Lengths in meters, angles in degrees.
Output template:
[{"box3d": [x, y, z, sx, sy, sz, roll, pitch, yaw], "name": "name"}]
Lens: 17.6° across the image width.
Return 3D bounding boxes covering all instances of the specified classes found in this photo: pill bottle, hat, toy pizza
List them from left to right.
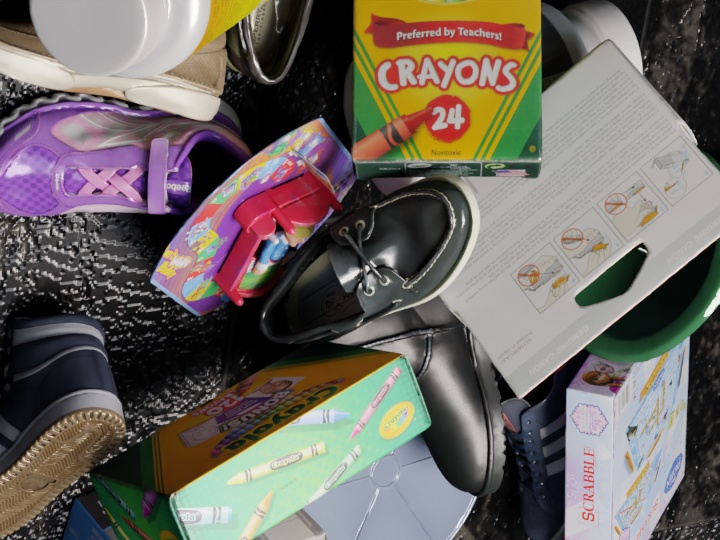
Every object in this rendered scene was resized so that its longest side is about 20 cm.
[{"box3d": [-0.122, -0.185, 1.418, 0.200, 0.109, 0.110, -47, 147, -59], "name": "pill bottle"}, {"box3d": [0.012, 0.150, 1.791, 0.200, 0.032, 0.201, -12, 112, -30], "name": "toy pizza"}, {"box3d": [0.097, -0.128, 1.652, 0.199, 0.111, 0.111, -20, 124, -24], "name": "pill bottle"}, {"box3d": [0.273, -0.007, 1.812, 0.176, 0.166, 0.200, 19, 115, -47], "name": "hat"}]

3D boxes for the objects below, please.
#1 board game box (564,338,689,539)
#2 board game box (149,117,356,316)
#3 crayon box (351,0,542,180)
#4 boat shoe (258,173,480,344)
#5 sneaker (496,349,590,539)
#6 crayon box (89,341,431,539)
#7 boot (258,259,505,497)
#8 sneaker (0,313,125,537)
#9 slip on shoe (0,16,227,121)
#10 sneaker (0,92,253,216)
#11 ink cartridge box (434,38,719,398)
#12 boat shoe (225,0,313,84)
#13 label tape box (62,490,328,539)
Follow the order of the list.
[{"box3d": [0.213, 0.130, 1.847, 0.200, 0.041, 0.200, -48, 142, -52], "name": "board game box"}, {"box3d": [-0.058, -0.021, 1.586, 0.158, 0.039, 0.200, -43, 162, 0], "name": "board game box"}, {"box3d": [0.057, -0.164, 1.548, 0.126, 0.051, 0.201, -1, 78, 2], "name": "crayon box"}, {"box3d": [-0.001, -0.002, 1.555, 0.066, 0.199, 0.075, -15, 80, -44], "name": "boat shoe"}, {"box3d": [0.135, 0.124, 1.842, 0.084, 0.075, 0.201, -5, 107, -33], "name": "sneaker"}, {"box3d": [-0.067, 0.120, 1.563, 0.200, 0.119, 0.058, -30, 109, -28], "name": "crayon box"}, {"box3d": [0.017, 0.082, 1.707, 0.162, 0.073, 0.199, -11, 99, -25], "name": "boot"}, {"box3d": [-0.241, 0.106, 1.592, 0.200, 0.109, 0.070, -34, 139, 26], "name": "sneaker"}, {"box3d": [-0.173, -0.145, 1.483, 0.199, 0.076, 0.061, 12, 102, -31], "name": "slip on shoe"}, {"box3d": [-0.153, -0.068, 1.534, 0.199, 0.088, 0.081, -8, 120, -29], "name": "sneaker"}, {"box3d": [0.142, -0.031, 1.550, 0.200, 0.174, 0.044, -39, 148, 6], "name": "ink cartridge box"}, {"box3d": [-0.051, -0.220, 1.534, 0.073, 0.065, 0.201, -8, 118, -29], "name": "boat shoe"}, {"box3d": [-0.141, 0.209, 1.654, 0.199, 0.144, 0.064, -19, 124, -24], "name": "label tape box"}]
